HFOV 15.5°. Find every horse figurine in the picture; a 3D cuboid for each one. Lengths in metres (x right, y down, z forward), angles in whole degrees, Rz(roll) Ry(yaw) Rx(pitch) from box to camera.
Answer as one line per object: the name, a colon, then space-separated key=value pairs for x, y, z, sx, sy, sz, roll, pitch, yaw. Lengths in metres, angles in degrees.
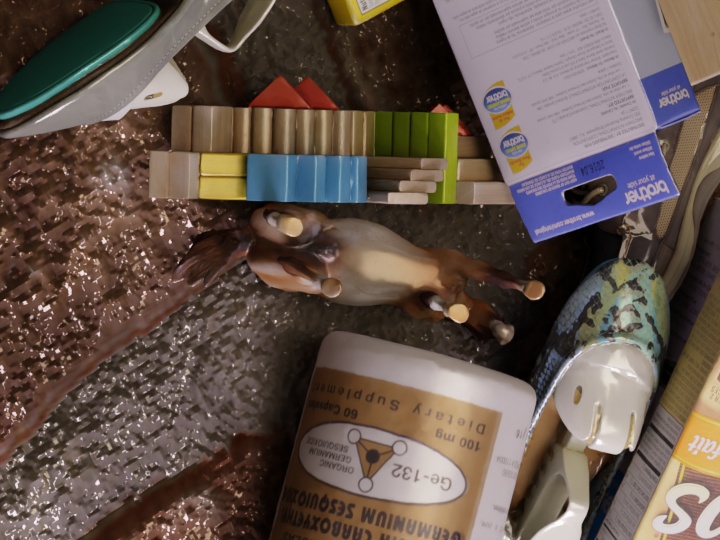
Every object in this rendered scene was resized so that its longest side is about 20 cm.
horse figurine: x=0.000 y=0.000 z=1.319 sx=0.199 sy=0.132 sz=0.050 roll=12 pitch=91 yaw=-16

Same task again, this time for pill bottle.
pill bottle: x=0.011 y=0.140 z=1.324 sx=0.114 sy=0.114 sz=0.201 roll=17 pitch=85 yaw=-29

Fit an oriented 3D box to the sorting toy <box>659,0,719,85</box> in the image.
sorting toy: x=0.159 y=-0.198 z=1.386 sx=0.198 sy=0.069 sz=0.201 roll=-22 pitch=89 yaw=-34

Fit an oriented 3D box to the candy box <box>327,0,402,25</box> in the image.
candy box: x=-0.004 y=-0.236 z=1.343 sx=0.102 sy=0.026 sz=0.201 roll=-28 pitch=106 yaw=-25

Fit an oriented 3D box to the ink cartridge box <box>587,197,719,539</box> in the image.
ink cartridge box: x=0.224 y=0.082 z=1.418 sx=0.145 sy=0.084 sz=0.201 roll=21 pitch=99 yaw=-17

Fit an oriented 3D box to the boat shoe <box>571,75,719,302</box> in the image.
boat shoe: x=0.145 y=-0.040 z=1.421 sx=0.073 sy=0.074 sz=0.201 roll=33 pitch=70 yaw=-14

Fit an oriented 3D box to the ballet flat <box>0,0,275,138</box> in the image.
ballet flat: x=-0.091 y=-0.117 z=1.282 sx=0.200 sy=0.067 sz=0.064 roll=-47 pitch=120 yaw=-18

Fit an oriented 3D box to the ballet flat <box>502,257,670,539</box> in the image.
ballet flat: x=0.113 y=0.092 z=1.359 sx=0.074 sy=0.074 sz=0.201 roll=7 pitch=116 yaw=-29

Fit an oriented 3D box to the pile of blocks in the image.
pile of blocks: x=-0.009 y=-0.065 z=1.320 sx=0.199 sy=0.082 sz=0.063 roll=-1 pitch=93 yaw=-29

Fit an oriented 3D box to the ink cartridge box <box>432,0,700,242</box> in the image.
ink cartridge box: x=0.094 y=-0.122 z=1.302 sx=0.042 sy=0.119 sz=0.201 roll=-20 pitch=90 yaw=-38

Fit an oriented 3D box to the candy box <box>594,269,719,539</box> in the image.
candy box: x=0.205 y=0.098 z=1.344 sx=0.115 sy=0.055 sz=0.201 roll=22 pitch=97 yaw=-13
